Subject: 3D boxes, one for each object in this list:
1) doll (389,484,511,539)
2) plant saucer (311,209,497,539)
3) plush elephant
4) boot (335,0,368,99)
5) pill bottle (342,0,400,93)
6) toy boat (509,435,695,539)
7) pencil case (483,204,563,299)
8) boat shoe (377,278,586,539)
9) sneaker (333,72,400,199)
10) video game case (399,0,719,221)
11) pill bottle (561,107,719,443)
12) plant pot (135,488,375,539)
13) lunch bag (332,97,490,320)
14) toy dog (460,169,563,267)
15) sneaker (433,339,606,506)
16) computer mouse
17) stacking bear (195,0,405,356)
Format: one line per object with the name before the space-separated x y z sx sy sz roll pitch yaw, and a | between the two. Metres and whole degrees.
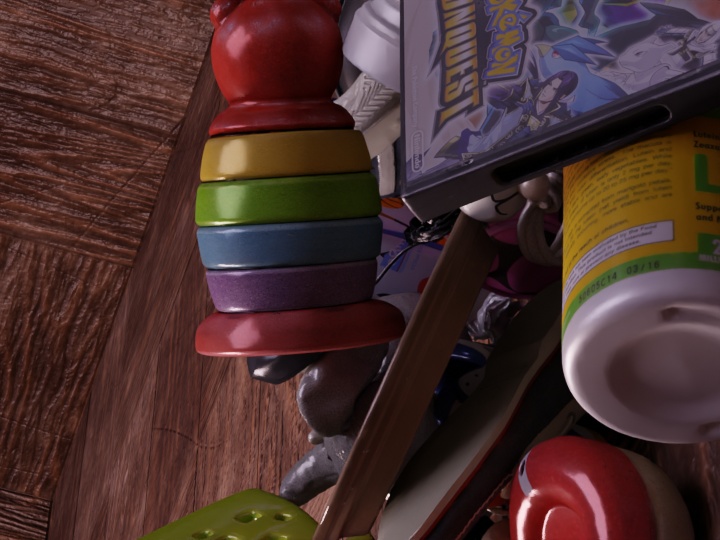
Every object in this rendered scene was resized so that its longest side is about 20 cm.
doll | 0.062 0.172 1.382 0.048 0.137 0.200 -34 -7 -18
plant saucer | 0.027 0.060 1.338 0.200 0.029 0.201 25 -90 -87
plush elephant | 0.011 0.094 1.567 0.200 0.165 0.155 -31 13 40
boot | 0.029 -0.170 1.502 0.158 0.079 0.212 -89 11 -71
pill bottle | 0.067 -0.191 1.352 0.112 0.112 0.200 -105 37 -68
toy boat | 0.082 0.174 1.200 0.131 0.130 0.201 126 156 -60
pencil case | 0.103 -0.069 1.535 0.090 0.094 0.200 -16 44 22
boat shoe | 0.080 0.089 1.307 0.071 0.063 0.200 -19 27 50
sneaker | 0.004 -0.064 1.497 0.200 0.084 0.075 -32 44 32
video game case | 0.101 -0.133 1.201 0.180 0.026 0.200 -21 45 23
pill bottle | 0.151 -0.028 1.176 0.111 0.111 0.200 117 163 -46
plant pot | -0.067 0.261 1.479 0.181 0.200 0.200 1 113 56
lunch bag | 0.019 -0.041 1.708 0.200 0.160 0.076 -98 26 -61
toy dog | 0.138 -0.097 1.306 0.096 0.132 0.201 13 73 43
sneaker | 0.082 0.102 1.403 0.200 0.088 0.075 -109 37 -68
computer mouse | 0.000 0.000 1.482 0.200 0.034 0.059 -40 16 22
stacking bear | -0.042 -0.056 1.403 0.114 0.121 0.201 -59 -35 -88
